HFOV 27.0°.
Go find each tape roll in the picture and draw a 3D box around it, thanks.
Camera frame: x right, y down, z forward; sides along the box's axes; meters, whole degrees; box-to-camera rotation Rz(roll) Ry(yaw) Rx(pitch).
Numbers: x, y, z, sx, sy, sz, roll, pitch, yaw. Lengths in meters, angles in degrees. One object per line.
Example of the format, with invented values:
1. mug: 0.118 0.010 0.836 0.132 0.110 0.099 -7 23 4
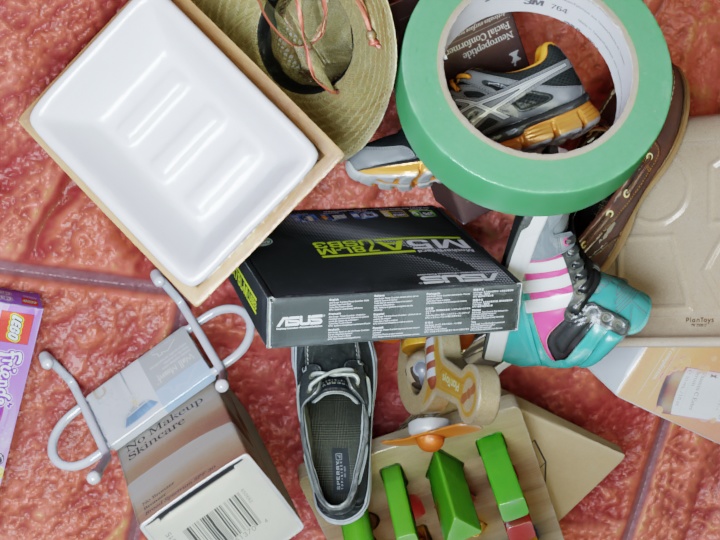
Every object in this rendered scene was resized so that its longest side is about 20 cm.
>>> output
1. tape roll: 0.127 -0.141 1.102 0.200 0.048 0.201 1 71 -4

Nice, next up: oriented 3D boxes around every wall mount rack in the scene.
1. wall mount rack: -0.170 0.092 1.171 0.200 0.174 0.075 -36 134 -2

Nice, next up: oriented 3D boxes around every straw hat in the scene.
1. straw hat: -0.031 -0.183 1.151 0.085 0.201 0.202 -37 127 -49

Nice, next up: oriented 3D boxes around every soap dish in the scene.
1. soap dish: -0.131 -0.097 1.119 0.200 0.081 0.157 45 96 8

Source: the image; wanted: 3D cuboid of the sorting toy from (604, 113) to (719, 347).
1. sorting toy: 0.286 -0.033 1.245 0.036 0.185 0.201 22 70 -55

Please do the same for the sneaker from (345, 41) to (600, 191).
1. sneaker: 0.081 -0.115 1.157 0.199 0.078 0.077 -18 89 -6

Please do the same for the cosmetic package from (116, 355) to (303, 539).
1. cosmetic package: -0.129 0.157 1.195 0.103 0.200 0.087 -35 115 -4

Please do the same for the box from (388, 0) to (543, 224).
1. box: 0.083 -0.151 1.216 0.100 0.075 0.200 -26 118 -7

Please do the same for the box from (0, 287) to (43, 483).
1. box: -0.343 0.103 1.195 0.136 0.039 0.201 10 107 -22

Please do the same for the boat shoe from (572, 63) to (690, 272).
1. boat shoe: 0.210 -0.089 1.244 0.070 0.070 0.200 24 88 -51

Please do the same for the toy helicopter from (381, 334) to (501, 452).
1. toy helicopter: 0.064 0.091 1.188 0.079 0.200 0.133 7 96 -16

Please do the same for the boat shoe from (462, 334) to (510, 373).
1. boat shoe: 0.127 0.038 1.305 0.200 0.072 0.060 -37 120 5

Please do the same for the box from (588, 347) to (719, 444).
1. box: 0.321 0.064 1.355 0.200 0.106 0.153 24 101 -24

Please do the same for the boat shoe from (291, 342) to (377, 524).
1. boat shoe: -0.017 0.106 1.232 0.072 0.071 0.201 -7 74 -2

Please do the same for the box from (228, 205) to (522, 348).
1. box: 0.000 0.000 1.179 0.199 0.193 0.048 -3 109 -16

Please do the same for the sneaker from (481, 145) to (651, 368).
1. sneaker: 0.173 0.002 1.176 0.120 0.084 0.200 13 127 2

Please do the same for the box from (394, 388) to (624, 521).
1. box: 0.113 0.179 1.346 0.200 0.021 0.164 27 119 -28

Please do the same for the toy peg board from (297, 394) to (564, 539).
1. toy peg board: 0.073 0.236 1.303 0.199 0.098 0.199 -19 128 4
